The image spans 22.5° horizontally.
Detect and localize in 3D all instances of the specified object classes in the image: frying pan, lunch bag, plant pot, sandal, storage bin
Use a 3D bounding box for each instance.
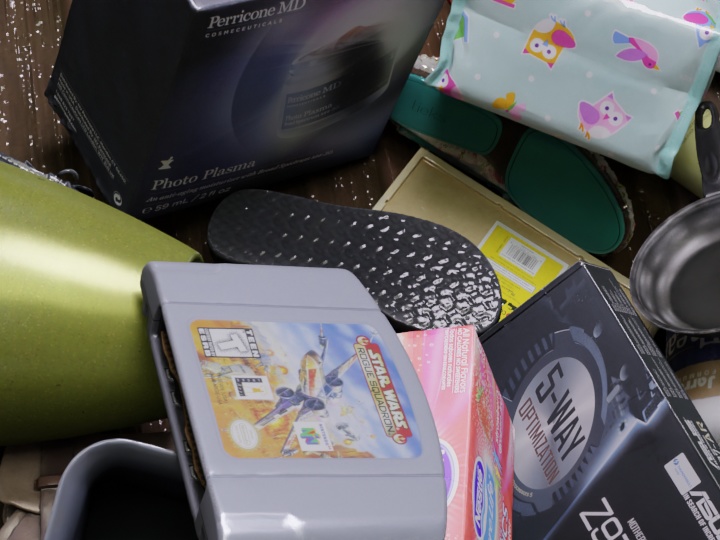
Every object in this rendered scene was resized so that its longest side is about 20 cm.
[{"bbox_3d":[0.204,-0.022,1.094,0.114,0.031,0.190,-31,36,4],"label":"frying pan"},{"bbox_3d":[0.146,-0.156,1.156,0.169,0.123,0.200,21,24,4],"label":"lunch bag"},{"bbox_3d":[-0.193,0.022,1.028,0.198,0.188,0.189,7,61,6],"label":"plant pot"},{"bbox_3d":[0.000,-0.001,1.130,0.199,0.048,0.076,19,61,21],"label":"sandal"},{"bbox_3d":[-0.127,0.193,0.941,0.144,0.134,0.202,16,81,-9],"label":"storage bin"}]

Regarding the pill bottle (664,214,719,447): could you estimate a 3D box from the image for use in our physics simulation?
[{"bbox_3d":[0.239,0.072,1.105,0.110,0.111,0.202,11,61,0],"label":"pill bottle"}]

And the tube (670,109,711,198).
[{"bbox_3d":[0.186,-0.114,1.237,0.200,0.052,0.058,39,21,18],"label":"tube"}]

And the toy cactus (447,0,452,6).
[{"bbox_3d":[0.042,-0.273,1.295,0.200,0.103,0.165,41,46,18],"label":"toy cactus"}]

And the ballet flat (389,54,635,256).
[{"bbox_3d":[0.104,-0.086,1.205,0.199,0.076,0.064,36,30,7],"label":"ballet flat"}]

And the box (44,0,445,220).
[{"bbox_3d":[-0.068,-0.152,1.116,0.199,0.199,0.124,-18,62,-32],"label":"box"}]

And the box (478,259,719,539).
[{"bbox_3d":[0.126,0.122,1.052,0.160,0.043,0.201,-38,66,22],"label":"box"}]

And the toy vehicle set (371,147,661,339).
[{"bbox_3d":[0.086,0.021,1.164,0.199,0.027,0.124,34,64,12],"label":"toy vehicle set"}]

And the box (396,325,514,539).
[{"bbox_3d":[0.025,0.140,0.968,0.094,0.103,0.201,-8,47,16],"label":"box"}]

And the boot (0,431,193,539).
[{"bbox_3d":[-0.136,0.121,1.063,0.145,0.070,0.201,15,61,5],"label":"boot"}]

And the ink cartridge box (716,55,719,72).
[{"bbox_3d":[0.259,-0.221,1.229,0.199,0.165,0.075,28,49,10],"label":"ink cartridge box"}]

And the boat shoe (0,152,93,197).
[{"bbox_3d":[-0.199,-0.027,1.132,0.199,0.075,0.062,34,34,6],"label":"boat shoe"}]

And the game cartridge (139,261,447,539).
[{"bbox_3d":[-0.031,0.070,0.913,0.132,0.042,0.201,-1,43,-20],"label":"game cartridge"}]
